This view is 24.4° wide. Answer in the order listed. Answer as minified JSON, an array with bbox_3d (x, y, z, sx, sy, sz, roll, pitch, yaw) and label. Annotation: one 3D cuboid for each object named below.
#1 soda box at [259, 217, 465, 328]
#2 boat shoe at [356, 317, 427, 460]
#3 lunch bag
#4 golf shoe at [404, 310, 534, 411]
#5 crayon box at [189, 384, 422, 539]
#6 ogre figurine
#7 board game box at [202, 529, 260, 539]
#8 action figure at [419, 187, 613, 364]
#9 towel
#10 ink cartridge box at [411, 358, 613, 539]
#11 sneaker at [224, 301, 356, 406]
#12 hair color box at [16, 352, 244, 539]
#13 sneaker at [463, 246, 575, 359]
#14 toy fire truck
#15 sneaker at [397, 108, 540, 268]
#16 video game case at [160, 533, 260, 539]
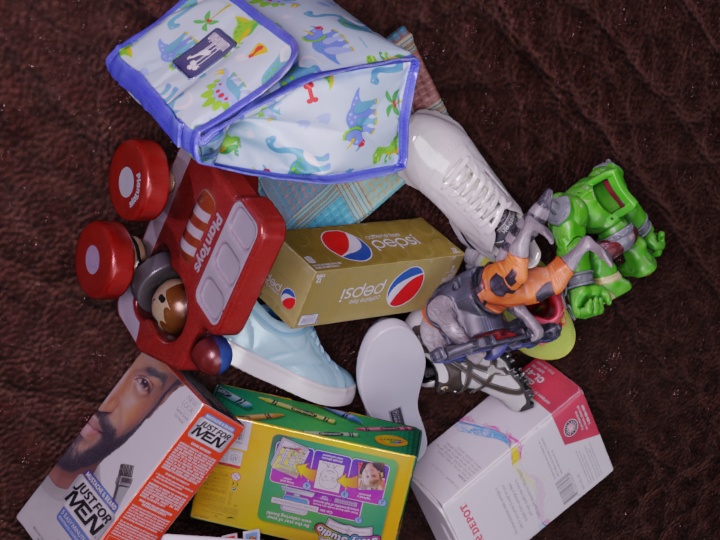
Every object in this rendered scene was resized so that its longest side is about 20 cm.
[{"bbox_3d":[0.000,0.000,1.526,0.199,0.068,0.064,-6,128,-45],"label":"soda box"},{"bbox_3d":[0.025,0.114,1.632,0.068,0.057,0.201,-17,134,-12],"label":"boat shoe"},{"bbox_3d":[-0.081,-0.148,1.326,0.199,0.170,0.128,-14,125,-28],"label":"lunch bag"},{"bbox_3d":[0.103,0.092,1.692,0.094,0.078,0.200,-39,127,4],"label":"golf shoe"},{"bbox_3d":[-0.052,0.190,1.561,0.199,0.058,0.119,13,114,0],"label":"crayon box"},{"bbox_3d":[0.244,-0.038,1.672,0.200,0.098,0.120,-29,100,-33],"label":"ogre figurine"},{"bbox_3d":[-0.133,0.288,1.602,0.199,0.039,0.158,-12,150,20],"label":"board game box"},{"bbox_3d":[0.136,0.020,1.548,0.193,0.105,0.200,-37,162,26],"label":"action figure"},{"bbox_3d":[-0.008,-0.109,1.509,0.200,0.022,0.147,-40,134,-10],"label":"towel"},{"bbox_3d":[0.160,0.213,1.792,0.200,0.086,0.148,-36,133,-12],"label":"ink cartridge box"},{"bbox_3d":[-0.060,0.068,1.546,0.200,0.074,0.082,27,93,-49],"label":"sneaker"},{"bbox_3d":[-0.206,0.180,1.477,0.200,0.111,0.064,-52,135,1],"label":"hair color box"},{"bbox_3d":[0.176,0.040,1.693,0.078,0.090,0.200,-46,135,-4],"label":"sneaker"},{"bbox_3d":[-0.140,-0.006,1.361,0.112,0.168,0.201,2,127,-38],"label":"toy fire truck"},{"bbox_3d":[0.103,-0.075,1.548,0.076,0.080,0.200,-47,130,0],"label":"sneaker"},{"bbox_3d":[-0.097,0.290,1.538,0.199,0.023,0.182,6,150,-12],"label":"video game case"}]
